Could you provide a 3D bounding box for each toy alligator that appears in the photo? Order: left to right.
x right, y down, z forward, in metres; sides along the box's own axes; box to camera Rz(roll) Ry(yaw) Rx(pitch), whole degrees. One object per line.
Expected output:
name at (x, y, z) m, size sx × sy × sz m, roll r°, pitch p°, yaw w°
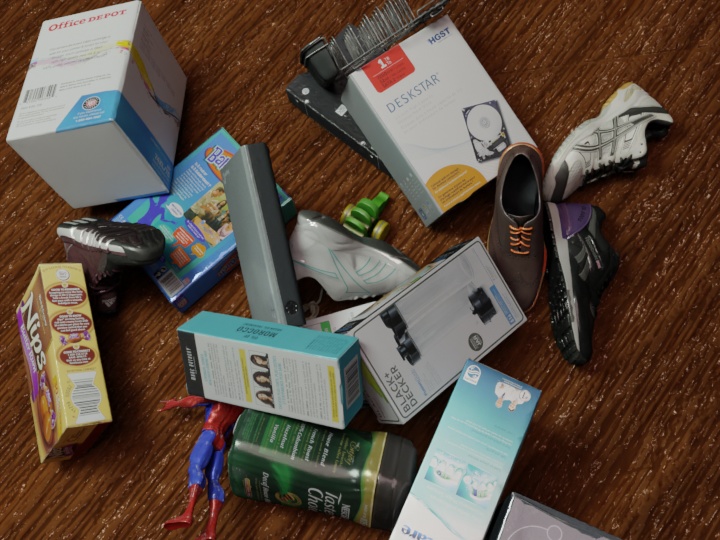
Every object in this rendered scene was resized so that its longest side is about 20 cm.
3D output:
toy alligator at (-0.021, -0.024, 0.927) m, size 0.059 × 0.054 × 0.201 m, roll 29°, pitch 74°, yaw 17°

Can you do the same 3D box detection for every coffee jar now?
coffee jar at (-0.038, 0.213, 0.805) m, size 0.197 × 0.105 × 0.086 m, roll 10°, pitch 44°, yaw 8°

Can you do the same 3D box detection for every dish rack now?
dish rack at (0.020, -0.298, 0.937) m, size 0.198 × 0.153 × 0.055 m, roll -32°, pitch 101°, yaw 1°

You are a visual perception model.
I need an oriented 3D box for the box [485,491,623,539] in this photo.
box at (0.161, 0.294, 0.704) m, size 0.105 × 0.200 × 0.124 m, roll 21°, pitch 71°, yaw 13°

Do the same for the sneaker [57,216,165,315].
sneaker at (-0.297, 0.003, 0.913) m, size 0.198 × 0.075 × 0.117 m, roll 13°, pitch 111°, yaw 44°

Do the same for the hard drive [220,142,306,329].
hard drive at (-0.115, -0.033, 0.862) m, size 0.032 × 0.139 × 0.203 m, roll -12°, pitch 90°, yaw -21°

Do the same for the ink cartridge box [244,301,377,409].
ink cartridge box at (-0.058, 0.118, 0.878) m, size 0.197 × 0.050 × 0.110 m, roll -15°, pitch 69°, yaw 0°

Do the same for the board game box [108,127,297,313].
board game box at (-0.204, -0.068, 0.970) m, size 0.200 × 0.045 × 0.152 m, roll -41°, pitch 69°, yaw -9°

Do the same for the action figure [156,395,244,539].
action figure at (-0.187, 0.205, 0.837) m, size 0.098 × 0.065 × 0.202 m, roll -20°, pitch 38°, yaw 26°

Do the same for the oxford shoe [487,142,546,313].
oxford shoe at (0.179, -0.044, 0.866) m, size 0.070 × 0.073 × 0.203 m, roll -1°, pitch 102°, yaw 14°

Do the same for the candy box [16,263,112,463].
candy box at (-0.350, 0.107, 0.878) m, size 0.056 × 0.117 × 0.202 m, roll -2°, pitch 62°, yaw -39°

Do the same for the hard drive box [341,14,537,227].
hard drive box at (0.095, -0.183, 0.930) m, size 0.155 × 0.077 × 0.201 m, roll -35°, pitch 88°, yaw -12°

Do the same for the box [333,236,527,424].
box at (0.077, 0.065, 0.829) m, size 0.199 × 0.060 × 0.118 m, roll -33°, pitch 95°, yaw -24°

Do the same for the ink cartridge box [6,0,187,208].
ink cartridge box at (-0.328, -0.212, 0.962) m, size 0.144 × 0.147 × 0.203 m, roll -7°, pitch 59°, yaw 13°

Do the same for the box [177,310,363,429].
box at (-0.096, 0.102, 0.790) m, size 0.197 × 0.084 × 0.049 m, roll 8°, pitch 25°, yaw 25°

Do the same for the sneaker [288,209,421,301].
sneaker at (0.000, 0.000, 0.886) m, size 0.198 × 0.071 × 0.081 m, roll 23°, pitch 102°, yaw -22°

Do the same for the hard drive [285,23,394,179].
hard drive at (0.015, -0.232, 1.014) m, size 0.199 × 0.038 × 0.140 m, roll 38°, pitch 77°, yaw 19°

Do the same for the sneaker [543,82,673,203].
sneaker at (0.309, -0.147, 0.928) m, size 0.088 × 0.076 × 0.200 m, roll 42°, pitch 79°, yaw 19°

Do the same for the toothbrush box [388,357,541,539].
toothbrush box at (0.107, 0.213, 0.772) m, size 0.084 × 0.147 × 0.202 m, roll 21°, pitch 73°, yaw 14°

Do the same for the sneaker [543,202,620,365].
sneaker at (0.267, 0.009, 0.875) m, size 0.086 × 0.076 × 0.203 m, roll -2°, pitch 68°, yaw 0°
